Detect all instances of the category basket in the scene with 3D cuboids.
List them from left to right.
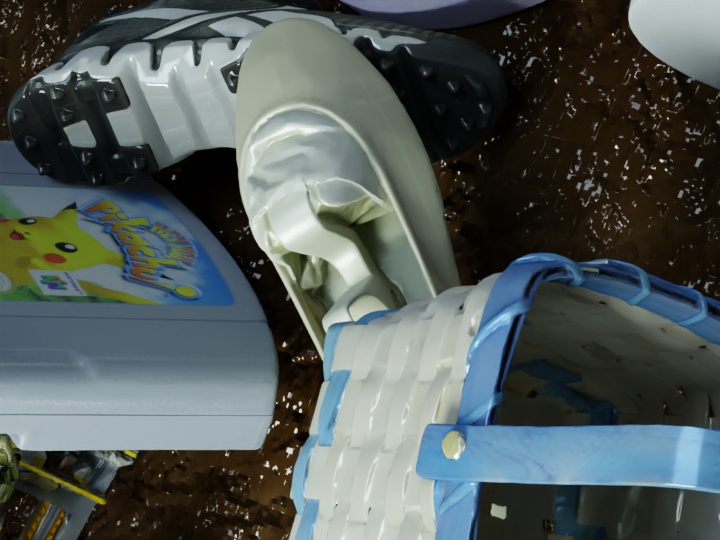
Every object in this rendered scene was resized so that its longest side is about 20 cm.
[{"bbox_3d":[0.091,0.072,0.880,0.200,0.176,0.139,-8,68,48],"label":"basket"}]

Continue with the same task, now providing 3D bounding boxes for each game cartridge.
[{"bbox_3d":[-0.113,0.004,1.105,0.200,0.133,0.041,49,127,51],"label":"game cartridge"}]

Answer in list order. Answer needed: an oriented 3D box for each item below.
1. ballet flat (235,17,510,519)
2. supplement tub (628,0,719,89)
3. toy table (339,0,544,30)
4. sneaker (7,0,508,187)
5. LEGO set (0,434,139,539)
[{"bbox_3d":[0.000,0.000,1.012,0.069,0.069,0.200,-32,77,26],"label":"ballet flat"},{"bbox_3d":[0.165,-0.161,0.933,0.145,0.145,0.200,2,72,41],"label":"supplement tub"},{"bbox_3d":[0.032,-0.178,1.077,0.200,0.117,0.184,-36,51,25],"label":"toy table"},{"bbox_3d":[-0.034,-0.082,1.121,0.200,0.067,0.091,-2,39,24],"label":"sneaker"},{"bbox_3d":[-0.144,0.077,1.078,0.116,0.200,0.154,-62,25,-1],"label":"LEGO set"}]
